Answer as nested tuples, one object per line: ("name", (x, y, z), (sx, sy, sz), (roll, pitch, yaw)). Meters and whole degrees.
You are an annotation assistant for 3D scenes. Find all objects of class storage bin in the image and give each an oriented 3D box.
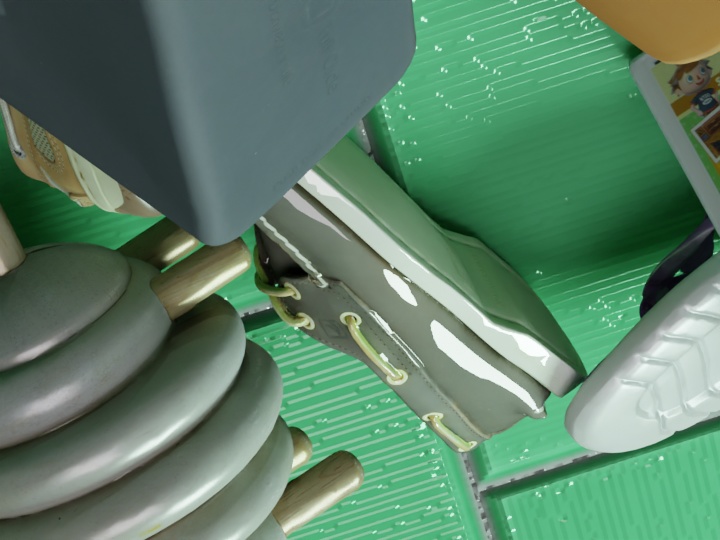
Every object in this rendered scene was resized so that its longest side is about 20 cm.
("storage bin", (-0.068, -0.096, 0.714), (0.146, 0.134, 0.200), (-44, 158, -16))

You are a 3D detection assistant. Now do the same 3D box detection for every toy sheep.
("toy sheep", (-0.084, 0.055, 0.969), (0.137, 0.138, 0.201), (-26, 106, 9))

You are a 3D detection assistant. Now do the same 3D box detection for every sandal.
("sandal", (0.148, -0.012, 1.046), (0.202, 0.050, 0.082), (-42, 145, 5))

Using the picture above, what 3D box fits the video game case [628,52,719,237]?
("video game case", (0.211, -0.048, 0.946), (0.199, 0.183, 0.022), (-33, 155, 15))

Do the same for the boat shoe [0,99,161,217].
("boat shoe", (-0.105, -0.108, 0.886), (0.076, 0.072, 0.201), (9, 121, 29))

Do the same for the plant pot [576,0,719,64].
("plant pot", (0.078, -0.177, 0.802), (0.139, 0.201, 0.200), (28, 120, -14))

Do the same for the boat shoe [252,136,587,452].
("boat shoe", (0.001, 0.002, 1.002), (0.060, 0.072, 0.201), (-40, 131, 14))
